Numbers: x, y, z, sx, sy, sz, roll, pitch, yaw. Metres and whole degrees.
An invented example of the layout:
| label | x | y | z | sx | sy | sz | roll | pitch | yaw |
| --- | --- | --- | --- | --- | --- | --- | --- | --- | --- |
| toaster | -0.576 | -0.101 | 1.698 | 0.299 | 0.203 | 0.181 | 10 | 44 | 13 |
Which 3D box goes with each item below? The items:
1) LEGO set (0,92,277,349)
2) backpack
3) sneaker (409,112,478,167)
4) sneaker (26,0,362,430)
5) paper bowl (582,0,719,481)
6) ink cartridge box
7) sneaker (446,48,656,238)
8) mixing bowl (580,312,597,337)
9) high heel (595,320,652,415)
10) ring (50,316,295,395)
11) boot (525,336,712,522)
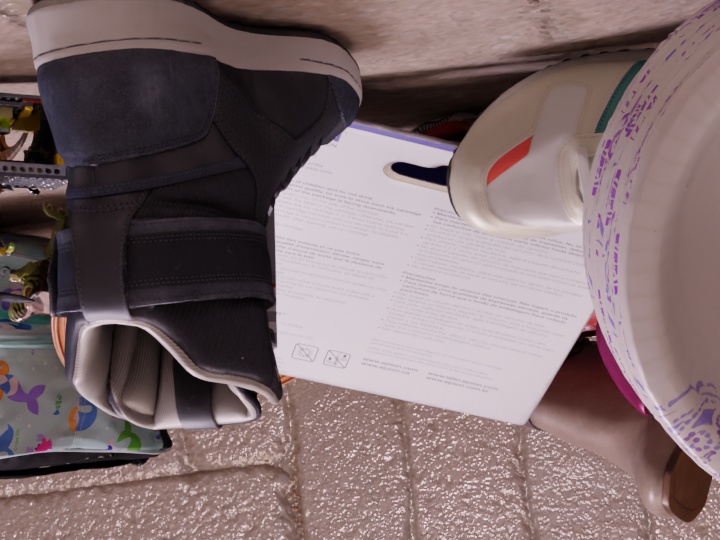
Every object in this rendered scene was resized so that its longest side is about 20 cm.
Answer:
| label | x | y | z | sx | sy | sz | roll | pitch | yaw |
| --- | --- | --- | --- | --- | --- | --- | --- | --- | --- |
| LEGO set | -0.124 | -0.003 | 0.885 | 0.199 | 0.117 | 0.153 | 4 | 170 | -37 |
| backpack | -0.222 | 0.053 | 1.261 | 0.177 | 0.151 | 0.200 | 8 | -170 | 38 |
| sneaker | 0.109 | -0.050 | 1.059 | 0.200 | 0.068 | 0.108 | -6 | 178 | 25 |
| sneaker | -0.051 | -0.016 | 0.779 | 0.077 | 0.147 | 0.202 | -10 | 176 | 24 |
| paper bowl | 0.181 | -0.016 | 0.793 | 0.200 | 0.202 | 0.104 | -6 | -164 | -5 |
| ink cartridge box | 0.020 | -0.012 | 1.018 | 0.199 | 0.041 | 0.200 | 13 | 142 | -11 |
| sneaker | 0.132 | -0.052 | 0.884 | 0.199 | 0.071 | 0.093 | -11 | -162 | 5 |
| mixing bowl | 0.141 | -0.018 | 1.239 | 0.199 | 0.109 | 0.200 | -7 | 174 | -1 |
| high heel | 0.187 | -0.018 | 1.000 | 0.067 | 0.096 | 0.200 | 17 | 132 | -33 |
| ring | -0.076 | 0.007 | 1.189 | 0.199 | 0.019 | 0.201 | -16 | 141 | -13 |
| boot | 0.138 | 0.085 | 1.233 | 0.146 | 0.071 | 0.200 | 15 | -168 | 20 |
